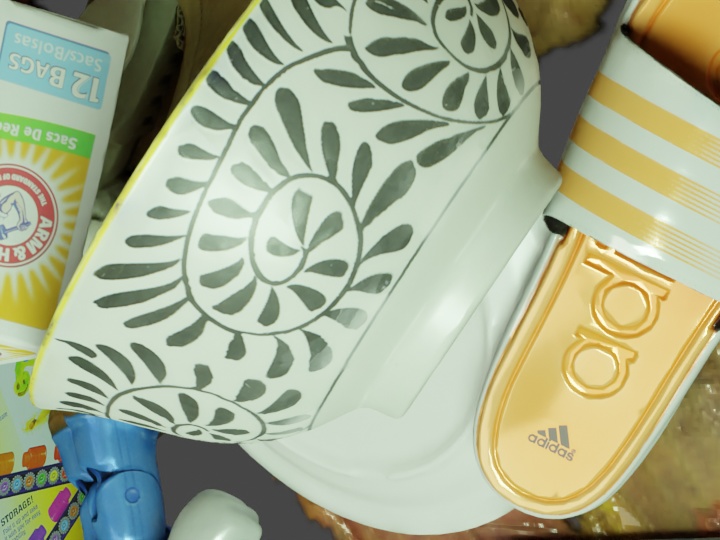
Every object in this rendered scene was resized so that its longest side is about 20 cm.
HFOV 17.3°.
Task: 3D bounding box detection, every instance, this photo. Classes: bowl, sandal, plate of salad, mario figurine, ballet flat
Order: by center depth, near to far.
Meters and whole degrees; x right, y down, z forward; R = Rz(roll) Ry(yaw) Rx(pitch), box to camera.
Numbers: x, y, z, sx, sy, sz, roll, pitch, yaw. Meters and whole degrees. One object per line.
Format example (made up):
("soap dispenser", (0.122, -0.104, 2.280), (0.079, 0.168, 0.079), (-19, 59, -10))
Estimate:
("bowl", (-0.003, -0.017, 0.701), (0.094, 0.201, 0.201), (35, 133, 3))
("sandal", (0.091, -0.001, 0.735), (0.079, 0.059, 0.207), (23, 112, 5))
("ballet flat", (-0.093, -0.047, 0.822), (0.069, 0.063, 0.200), (39, 123, 20))
("plate of salad", (0.000, 0.000, 0.845), (0.200, 0.048, 0.200), (19, 123, 31))
("mario figurine", (-0.065, 0.140, 0.930), (0.106, 0.123, 0.200), (-12, 79, 18))

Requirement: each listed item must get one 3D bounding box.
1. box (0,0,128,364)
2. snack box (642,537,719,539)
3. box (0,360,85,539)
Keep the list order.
("box", (-0.166, -0.028, 0.767), (0.112, 0.101, 0.200), (16, 168, -23))
("snack box", (0.141, 0.166, 0.841), (0.200, 0.053, 0.142), (-8, 113, 40))
("box", (-0.228, 0.052, 1.000), (0.200, 0.122, 0.193), (10, 121, 32))
